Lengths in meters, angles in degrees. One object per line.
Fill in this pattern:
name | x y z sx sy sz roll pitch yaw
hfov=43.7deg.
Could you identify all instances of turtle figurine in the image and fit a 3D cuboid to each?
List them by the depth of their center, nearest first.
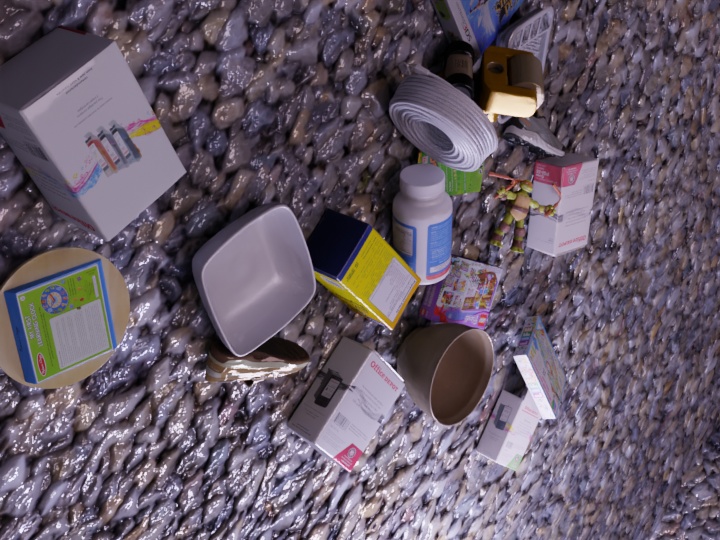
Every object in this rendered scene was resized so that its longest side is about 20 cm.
turtle figurine | 0.324 -0.128 1.902 0.197 0.064 0.164 14 101 -30

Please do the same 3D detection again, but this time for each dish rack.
dish rack | 0.306 -0.404 1.749 0.171 0.043 0.203 -40 144 -37

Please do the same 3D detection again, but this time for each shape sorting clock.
shape sorting clock | -0.406 0.065 1.219 0.198 0.039 0.204 -23 123 -39

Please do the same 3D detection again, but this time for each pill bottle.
pill bottle | 0.113 -0.086 1.642 0.111 0.111 0.203 -30 134 -35

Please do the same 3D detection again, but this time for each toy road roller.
toy road roller | 0.226 -0.317 1.632 0.147 0.196 0.125 97 -1 -52

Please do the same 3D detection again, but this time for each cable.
cable | 0.141 -0.252 1.549 0.070 0.198 0.200 -54 159 -12

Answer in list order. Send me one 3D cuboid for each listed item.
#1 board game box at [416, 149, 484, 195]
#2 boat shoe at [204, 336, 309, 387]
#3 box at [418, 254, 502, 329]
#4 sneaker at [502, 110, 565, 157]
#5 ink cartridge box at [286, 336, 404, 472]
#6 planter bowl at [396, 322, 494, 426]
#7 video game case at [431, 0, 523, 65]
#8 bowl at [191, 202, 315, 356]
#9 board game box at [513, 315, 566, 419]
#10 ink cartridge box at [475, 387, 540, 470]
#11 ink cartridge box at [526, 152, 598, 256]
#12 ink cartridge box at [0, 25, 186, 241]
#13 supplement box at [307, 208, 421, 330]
board game box | 0.169 -0.193 1.735 0.198 0.030 0.097 -13 116 -45
boat shoe | -0.175 0.157 1.496 0.198 0.072 0.077 7 116 -41
box | 0.211 0.043 1.871 0.198 0.039 0.139 12 97 -49
sneaker | 0.376 -0.287 1.885 0.199 0.073 0.081 16 90 -49
ink cartridge box | -0.024 0.248 1.673 0.202 0.083 0.145 -56 137 -14
planter bowl | 0.157 0.191 1.805 0.198 0.134 0.204 -20 120 -39
video game case | 0.216 -0.511 1.637 0.201 0.045 0.182 -53 138 -18
bowl | -0.174 0.005 1.417 0.199 0.074 0.202 -39 131 -28
board game box | 0.424 0.228 2.113 0.202 0.034 0.135 62 37 -27
ink cartridge box | 0.365 0.363 2.151 0.117 0.067 0.203 31 84 -49
ink cartridge box | 0.451 -0.150 2.012 0.145 0.082 0.204 -16 117 -42
ink cartridge box | -0.342 -0.168 1.109 0.145 0.144 0.202 -44 134 -24
supplement box | 0.000 0.000 1.574 0.110 0.109 0.200 -57 137 -11
